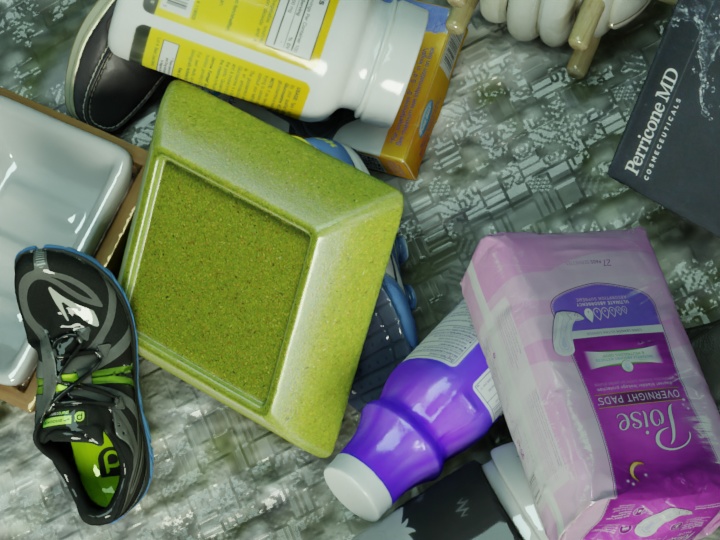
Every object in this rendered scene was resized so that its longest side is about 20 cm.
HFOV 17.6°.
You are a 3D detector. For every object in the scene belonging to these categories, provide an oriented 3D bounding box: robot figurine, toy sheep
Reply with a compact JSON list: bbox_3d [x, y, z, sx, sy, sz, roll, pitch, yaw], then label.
[{"bbox_3d":[0.070,0.194,1.461,0.199,0.125,0.151,-33,72,3],"label":"robot figurine"},{"bbox_3d":[0.134,-0.211,1.582,0.199,0.138,0.139,22,78,6],"label":"toy sheep"}]

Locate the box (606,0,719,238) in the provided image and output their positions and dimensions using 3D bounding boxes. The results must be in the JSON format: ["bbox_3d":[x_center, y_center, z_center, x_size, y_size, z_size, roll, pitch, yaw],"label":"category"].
[{"bbox_3d":[0.291,-0.107,1.461,0.199,0.117,0.198,30,113,24],"label":"box"}]

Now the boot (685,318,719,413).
[{"bbox_3d":[0.242,0.100,1.473,0.173,0.069,0.202,-14,67,11],"label":"boot"}]

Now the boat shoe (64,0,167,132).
[{"bbox_3d":[-0.140,-0.178,1.650,0.201,0.072,0.065,-54,46,13],"label":"boat shoe"}]

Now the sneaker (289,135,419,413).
[{"bbox_3d":[0.000,0.000,1.572,0.074,0.082,0.201,-20,89,30],"label":"sneaker"}]

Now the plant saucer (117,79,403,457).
[{"bbox_3d":[-0.086,0.003,1.550,0.199,0.048,0.201,28,115,26],"label":"plant saucer"}]

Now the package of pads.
[{"bbox_3d":[0.144,0.069,1.416,0.120,0.076,0.201,-4,59,-24],"label":"package of pads"}]

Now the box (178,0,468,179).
[{"bbox_3d":[-0.036,-0.146,1.653,0.199,0.041,0.120,15,76,18],"label":"box"}]

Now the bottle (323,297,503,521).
[{"bbox_3d":[0.058,0.077,1.499,0.200,0.083,0.065,-45,107,-23],"label":"bottle"}]

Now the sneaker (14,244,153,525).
[{"bbox_3d":[-0.183,0.077,1.547,0.070,0.083,0.201,-9,108,11],"label":"sneaker"}]

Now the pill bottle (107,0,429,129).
[{"bbox_3d":[-0.060,-0.167,1.561,0.199,0.112,0.113,19,76,-4],"label":"pill bottle"}]

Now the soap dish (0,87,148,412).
[{"bbox_3d":[-0.243,-0.014,1.644,0.156,0.081,0.201,23,79,21],"label":"soap dish"}]
